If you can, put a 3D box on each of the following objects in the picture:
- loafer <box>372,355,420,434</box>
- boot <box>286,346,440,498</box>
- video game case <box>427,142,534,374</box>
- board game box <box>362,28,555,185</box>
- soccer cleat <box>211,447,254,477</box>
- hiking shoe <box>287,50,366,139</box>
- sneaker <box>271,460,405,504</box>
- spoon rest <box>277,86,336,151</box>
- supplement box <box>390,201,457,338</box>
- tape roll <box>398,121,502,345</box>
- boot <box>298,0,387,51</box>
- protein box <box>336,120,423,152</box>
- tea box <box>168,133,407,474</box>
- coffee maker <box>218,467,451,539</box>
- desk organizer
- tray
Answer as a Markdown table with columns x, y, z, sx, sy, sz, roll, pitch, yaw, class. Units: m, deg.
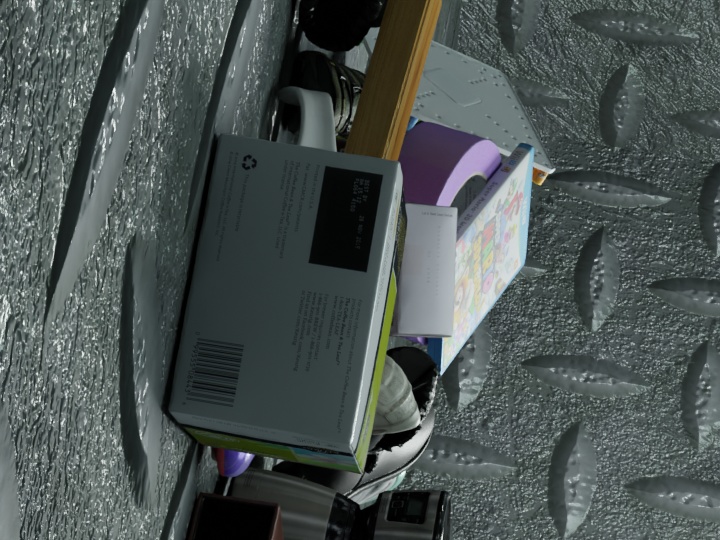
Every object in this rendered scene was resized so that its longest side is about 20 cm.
| x | y | z | sx | sy | sz | roll | pitch | yaw | class |
| --- | --- | --- | --- | --- | --- | --- | --- | --- | --- |
| -0.029 | 0.109 | 1.661 | 0.070 | 0.070 | 0.199 | -49 | -156 | -27 | loafer |
| 0.030 | 0.125 | 1.799 | 0.200 | 0.077 | 0.168 | -32 | 166 | -44 | boot |
| 0.115 | -0.012 | 1.933 | 0.200 | 0.018 | 0.144 | -50 | 149 | -45 | video game case |
| 0.088 | -0.178 | 2.072 | 0.026 | 0.199 | 0.201 | -57 | -151 | 25 | board game box |
| -0.070 | 0.080 | 1.610 | 0.067 | 0.076 | 0.201 | 94 | 6 | -47 | soccer cleat |
| -0.007 | -0.151 | 1.788 | 0.200 | 0.100 | 0.077 | -50 | 149 | -81 | hiking shoe |
| -0.065 | 0.213 | 1.925 | 0.139 | 0.078 | 0.200 | -12 | 160 | -47 | sneaker |
| -0.046 | -0.056 | 1.621 | 0.061 | 0.098 | 0.202 | 142 | -48 | -65 | spoon rest |
| 0.000 | 0.000 | 1.700 | 0.199 | 0.060 | 0.110 | -2 | -95 | 58 | supplement box |
| 0.065 | -0.034 | 1.905 | 0.200 | 0.065 | 0.201 | -51 | 151 | -42 | tape roll |
| -0.004 | -0.243 | 1.754 | 0.212 | 0.079 | 0.159 | 74 | 17 | -55 | boot |
| 0.025 | -0.072 | 2.118 | 0.199 | 0.134 | 0.202 | -68 | 167 | -65 | protein box |
| -0.046 | 0.029 | 1.459 | 0.197 | 0.132 | 0.202 | 74 | 25 | -77 | tea box |
| -0.026 | 0.258 | 1.734 | 0.193 | 0.198 | 0.136 | 93 | 8 | -51 | coffee maker |
| -0.110 | 0.278 | 1.552 | 0.077 | 0.071 | 0.201 | 88 | 12 | -57 | desk organizer |
| 0.030 | -0.165 | 1.705 | 0.099 | 0.037 | 0.202 | 83 | 22 | -71 | tray |
